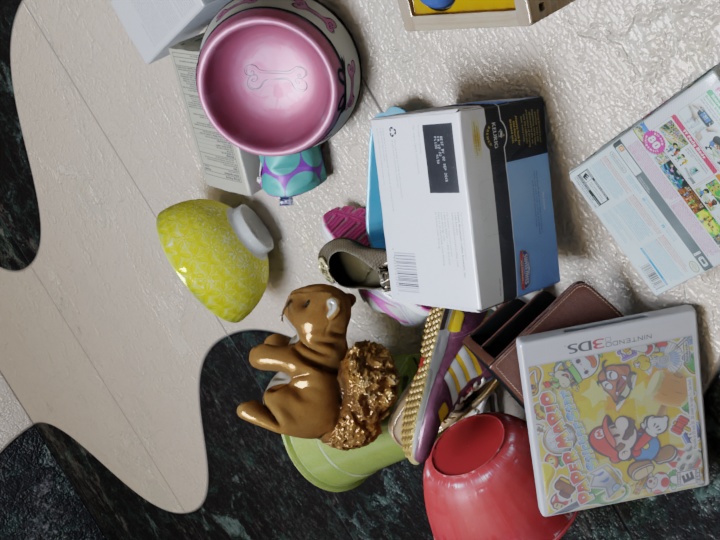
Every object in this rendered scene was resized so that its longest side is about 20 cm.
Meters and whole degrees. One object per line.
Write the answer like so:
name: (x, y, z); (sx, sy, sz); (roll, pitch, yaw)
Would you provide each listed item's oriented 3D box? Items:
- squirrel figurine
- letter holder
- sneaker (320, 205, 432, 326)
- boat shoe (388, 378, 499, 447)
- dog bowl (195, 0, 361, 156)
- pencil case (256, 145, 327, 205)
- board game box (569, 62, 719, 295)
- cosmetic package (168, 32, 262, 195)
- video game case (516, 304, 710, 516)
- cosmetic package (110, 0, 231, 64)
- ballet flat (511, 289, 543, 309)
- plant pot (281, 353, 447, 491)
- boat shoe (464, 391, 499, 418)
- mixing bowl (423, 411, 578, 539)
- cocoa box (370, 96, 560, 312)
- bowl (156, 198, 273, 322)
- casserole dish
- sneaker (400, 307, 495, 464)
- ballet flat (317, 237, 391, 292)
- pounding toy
squirrel figurine: (-0.036, 0.118, 1.292); (0.200, 0.142, 0.187); (20, 92, 17)
letter holder: (0.237, 0.110, 1.121); (0.200, 0.142, 0.101); (47, 180, -16)
sneaker: (0.019, 0.002, 1.326); (0.200, 0.081, 0.088); (45, 143, 16)
boat shoe: (0.106, 0.147, 1.254); (0.074, 0.069, 0.200); (43, 104, -1)
dog bowl: (-0.102, -0.222, 1.206); (0.200, 0.074, 0.201); (4, 117, 8)
pencil case: (-0.106, -0.190, 1.314); (0.085, 0.092, 0.200); (-92, -9, -63)
board game box: (0.303, -0.083, 0.926); (0.148, 0.064, 0.200); (54, 147, 1)
cosmetic package: (-0.170, -0.213, 1.376); (0.103, 0.087, 0.200); (18, 129, 41)
video game case: (0.262, 0.146, 1.060); (0.023, 0.182, 0.200); (-104, 4, -72)
cosmetic package: (-0.245, -0.361, 1.359); (0.200, 0.071, 0.102); (-20, 102, 55)
ballet flat: (0.129, -0.006, 1.212); (0.200, 0.069, 0.070); (15, 129, 39)
plant pot: (0.025, 0.189, 1.406); (0.190, 0.200, 0.200); (-21, 101, 42)
boat shoe: (0.161, 0.236, 1.353); (0.069, 0.071, 0.200); (16, 128, 46)
mixing bowl: (0.150, 0.239, 1.208); (0.200, 0.200, 0.108); (3, 133, 50)
cocoa box: (0.111, -0.072, 1.073); (0.133, 0.131, 0.200); (5, 106, 49)
bowl: (-0.193, -0.034, 1.511); (0.108, 0.200, 0.200); (-34, 90, 14)
casserole dish: (0.054, -0.092, 1.203); (0.121, 0.039, 0.200); (33, 127, 52)
sneaker: (0.108, 0.127, 1.168); (0.090, 0.200, 0.075); (17, 168, -8)
ballet flat: (0.000, 0.000, 1.231); (0.200, 0.046, 0.067); (7, 131, 55)
pounding toy: (0.106, -0.311, 0.908); (0.200, 0.142, 0.184); (12, 127, 46)
